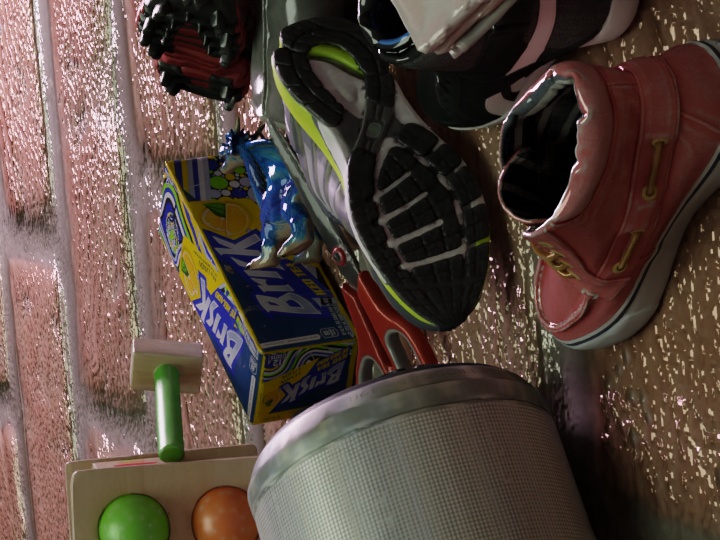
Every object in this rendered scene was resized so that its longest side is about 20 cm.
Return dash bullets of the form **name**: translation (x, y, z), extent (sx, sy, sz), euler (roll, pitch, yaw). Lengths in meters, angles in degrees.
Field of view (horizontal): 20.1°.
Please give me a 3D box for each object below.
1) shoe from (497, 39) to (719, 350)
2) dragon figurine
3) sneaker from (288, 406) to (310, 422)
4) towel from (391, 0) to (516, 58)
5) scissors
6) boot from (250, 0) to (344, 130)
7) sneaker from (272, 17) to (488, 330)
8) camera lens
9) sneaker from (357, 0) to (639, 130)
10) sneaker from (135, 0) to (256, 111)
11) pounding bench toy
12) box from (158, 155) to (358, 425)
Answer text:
- **shoe**: translation (0.096, -0.028, 0.899), extent (0.200, 0.091, 0.072), euler (117, 140, -52)
- **dragon figurine**: translation (-0.037, -0.057, 1.244), extent (0.200, 0.059, 0.100), euler (161, 101, -68)
- **sneaker**: translation (0.013, 0.135, 1.186), extent (0.200, 0.074, 0.081), euler (50, 126, 48)
- **towel**: translation (0.067, -0.216, 0.882), extent (0.200, 0.032, 0.192), euler (-42, 50, 22)
- **scissors**: translation (0.000, 0.000, 1.165), extent (0.073, 0.014, 0.201), euler (-15, 94, 53)
- **boot**: translation (-0.028, -0.176, 1.178), extent (0.182, 0.072, 0.201), euler (-121, 37, -70)
- **sneaker**: translation (0.013, -0.046, 1.111), extent (0.081, 0.074, 0.201), euler (90, 159, -56)
- **camera lens**: translation (0.041, 0.158, 0.991), extent (0.160, 0.159, 0.201), euler (120, 137, -54)
- **sneaker**: translation (0.040, -0.118, 0.980), extent (0.200, 0.111, 0.073), euler (146, 116, -64)
- **sneaker**: translation (-0.096, -0.171, 1.290), extent (0.200, 0.070, 0.098), euler (90, -164, -81)
- **pounding bench toy**: translation (-0.115, 0.139, 1.231), extent (0.156, 0.123, 0.201), euler (162, 104, -80)
- **box**: translation (-0.070, 0.007, 1.322), extent (0.200, 0.070, 0.065), euler (-121, 30, -44)
